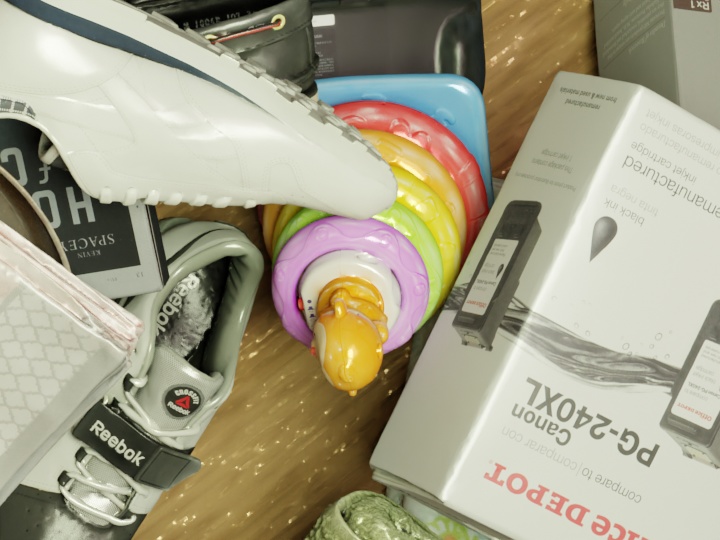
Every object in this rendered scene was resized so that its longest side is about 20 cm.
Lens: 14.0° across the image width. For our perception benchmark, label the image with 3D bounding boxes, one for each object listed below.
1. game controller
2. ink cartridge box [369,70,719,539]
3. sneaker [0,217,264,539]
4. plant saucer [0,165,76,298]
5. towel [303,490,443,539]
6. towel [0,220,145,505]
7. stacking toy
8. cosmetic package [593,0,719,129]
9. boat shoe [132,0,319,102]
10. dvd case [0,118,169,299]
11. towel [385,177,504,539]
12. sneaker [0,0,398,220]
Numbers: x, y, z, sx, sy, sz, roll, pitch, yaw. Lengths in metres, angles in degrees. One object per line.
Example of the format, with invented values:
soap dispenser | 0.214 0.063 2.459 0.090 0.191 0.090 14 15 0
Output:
game controller | -0.031 -0.109 1.394 0.200 0.042 0.105 -7 105 -23
ink cartridge box | 0.115 0.035 1.284 0.145 0.083 0.200 27 86 -25
sneaker | -0.105 0.064 1.324 0.074 0.088 0.200 28 79 -21
plant saucer | -0.220 0.009 1.255 0.200 0.032 0.201 0 120 1
towel | 0.043 0.184 1.350 0.200 0.148 0.037 32 48 -10
towel | -0.223 0.042 1.240 0.191 0.032 0.200 35 115 -18
stacking toy | 0.000 0.000 1.298 0.109 0.200 0.116 -4 116 8
cosmetic package | 0.180 -0.074 1.426 0.107 0.090 0.200 4 66 -23
boat shoe | -0.119 -0.098 1.306 0.201 0.074 0.063 -3 112 1
dvd case | -0.175 -0.077 1.264 0.150 0.025 0.200 -9 104 7
towel | 0.105 0.065 1.435 0.171 0.048 0.200 13 83 -23
sneaker | -0.078 -0.060 1.228 0.200 0.076 0.081 25 94 -20
